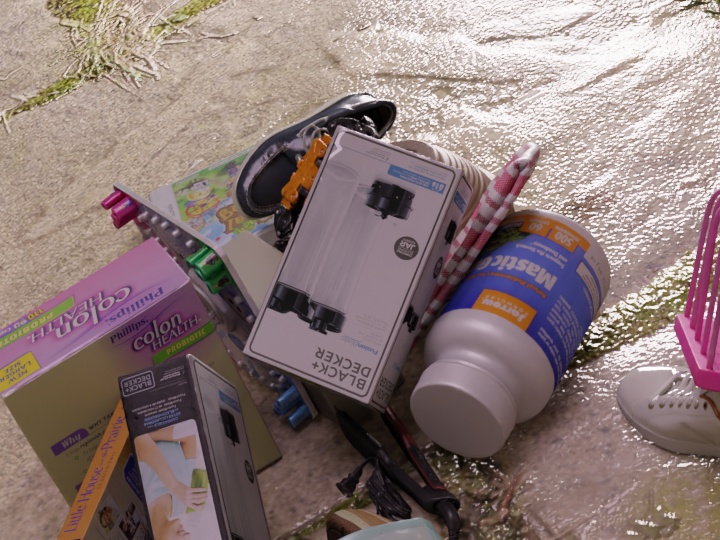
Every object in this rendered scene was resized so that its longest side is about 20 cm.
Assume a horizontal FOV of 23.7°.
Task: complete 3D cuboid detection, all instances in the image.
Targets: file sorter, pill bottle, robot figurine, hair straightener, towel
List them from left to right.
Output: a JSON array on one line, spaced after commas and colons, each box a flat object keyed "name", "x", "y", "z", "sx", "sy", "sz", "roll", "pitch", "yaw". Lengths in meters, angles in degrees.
[{"name": "robot figurine", "x": -0.004, "y": -0.051, "z": 1.506, "sx": 0.146, "sy": 0.058, "sz": 0.200, "roll": -56, "pitch": 36, "yaw": 9}, {"name": "hair straightener", "x": 0.022, "y": 0.171, "z": 1.366, "sx": 0.077, "sy": 0.041, "sz": 0.200, "roll": -29, "pitch": 38, "yaw": -7}, {"name": "towel", "x": 0.087, "y": -0.023, "z": 1.456, "sx": 0.201, "sy": 0.030, "sz": 0.146, "roll": -56, "pitch": 0, "yaw": 12}, {"name": "pill bottle", "x": 0.119, "y": 0.052, "z": 1.394, "sx": 0.111, "sy": 0.113, "sz": 0.200, "roll": 2, "pitch": 41, "yaw": 34}, {"name": "file sorter", "x": 0.307, "y": 0.014, "z": 1.208, "sx": 0.138, "sy": 0.127, "sz": 0.200, "roll": 10, "pitch": 10, "yaw": 4}]

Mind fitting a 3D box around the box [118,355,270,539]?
[{"name": "box", "x": -0.115, "y": 0.176, "z": 1.273, "sx": 0.060, "sy": 0.117, "sz": 0.201, "roll": -17, "pitch": 69, "yaw": 9}]

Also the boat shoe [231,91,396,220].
[{"name": "boat shoe", "x": -0.043, "y": -0.115, "z": 1.724, "sx": 0.199, "sy": 0.075, "sz": 0.062, "roll": -34, "pitch": 23, "yaw": -31}]

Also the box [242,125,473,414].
[{"name": "box", "x": 0.000, "y": 0.000, "z": 1.373, "sx": 0.116, "sy": 0.060, "sz": 0.201, "roll": 22, "pitch": 84, "yaw": 15}]

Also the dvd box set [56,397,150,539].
[{"name": "dvd box set", "x": -0.170, "y": 0.212, "z": 1.323, "sx": 0.029, "sy": 0.147, "sz": 0.201, "roll": -13, "pitch": 36, "yaw": 25}]

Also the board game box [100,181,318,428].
[{"name": "board game box", "x": -0.135, "y": 0.031, "z": 1.500, "sx": 0.026, "sy": 0.201, "sz": 0.200, "roll": -39, "pitch": 36, "yaw": -16}]

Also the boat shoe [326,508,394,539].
[{"name": "boat shoe", "x": 0.055, "y": 0.227, "z": 1.245, "sx": 0.076, "sy": 0.072, "sz": 0.200, "roll": -28, "pitch": 42, "yaw": -26}]

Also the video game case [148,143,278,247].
[{"name": "video game case", "x": -0.119, "y": -0.073, "z": 1.796, "sx": 0.199, "sy": 0.022, "sz": 0.182, "roll": -24, "pitch": 34, "yaw": 0}]

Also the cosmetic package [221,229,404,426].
[{"name": "cosmetic package", "x": -0.058, "y": 0.050, "z": 1.513, "sx": 0.073, "sy": 0.104, "sz": 0.200, "roll": -39, "pitch": 37, "yaw": -14}]

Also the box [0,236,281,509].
[{"name": "box", "x": -0.192, "y": 0.110, "z": 1.430, "sx": 0.175, "sy": 0.201, "sz": 0.097, "roll": -32, "pitch": 35, "yaw": -11}]

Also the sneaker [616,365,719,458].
[{"name": "sneaker", "x": 0.266, "y": 0.094, "z": 1.272, "sx": 0.073, "sy": 0.085, "sz": 0.199, "roll": -43, "pitch": 37, "yaw": -23}]

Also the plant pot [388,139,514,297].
[{"name": "plant pot", "x": 0.039, "y": -0.057, "z": 1.612, "sx": 0.199, "sy": 0.093, "sz": 0.201, "roll": -18, "pitch": 34, "yaw": 12}]

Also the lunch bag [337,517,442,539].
[{"name": "lunch bag", "x": 0.003, "y": 0.276, "z": 1.127, "sx": 0.199, "sy": 0.122, "sz": 0.171, "roll": -31, "pitch": 49, "yaw": -1}]
